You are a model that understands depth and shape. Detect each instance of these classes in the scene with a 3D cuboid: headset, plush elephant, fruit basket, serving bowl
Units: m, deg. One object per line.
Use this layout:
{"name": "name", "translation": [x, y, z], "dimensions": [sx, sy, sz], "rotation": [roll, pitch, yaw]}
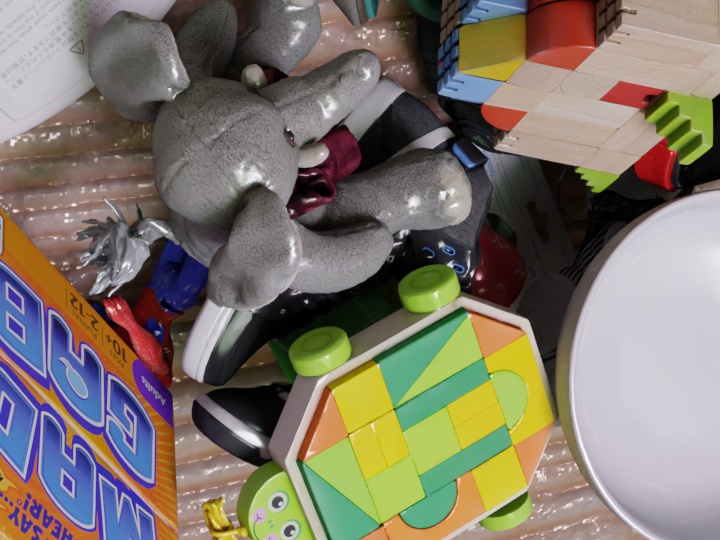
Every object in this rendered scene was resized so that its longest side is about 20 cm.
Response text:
{"name": "headset", "translation": [0.110, -0.108, 1.034], "dimensions": [0.123, 0.094, 0.201], "rotation": [-38, 120, -21]}
{"name": "plush elephant", "translation": [-0.049, -0.061, 0.895], "dimensions": [0.199, 0.155, 0.165], "rotation": [-32, 88, -15]}
{"name": "fruit basket", "translation": [0.041, 0.020, 1.120], "dimensions": [0.200, 0.094, 0.186], "rotation": [-42, 132, -16]}
{"name": "serving bowl", "translation": [0.191, 0.054, 1.035], "dimensions": [0.198, 0.066, 0.202], "rotation": [-1, 93, -20]}

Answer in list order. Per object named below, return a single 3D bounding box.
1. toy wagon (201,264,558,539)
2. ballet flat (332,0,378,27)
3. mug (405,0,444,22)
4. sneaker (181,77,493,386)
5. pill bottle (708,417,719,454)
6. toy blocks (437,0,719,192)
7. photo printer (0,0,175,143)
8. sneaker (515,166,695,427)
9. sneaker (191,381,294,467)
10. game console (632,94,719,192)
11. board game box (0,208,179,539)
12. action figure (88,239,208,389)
{"name": "toy wagon", "translation": [0.012, 0.098, 0.980], "dimensions": [0.199, 0.040, 0.156], "rotation": [-29, 117, -18]}
{"name": "ballet flat", "translation": [-0.027, -0.218, 0.938], "dimensions": [0.063, 0.068, 0.201], "rotation": [0, 125, 6]}
{"name": "mug", "translation": [0.070, -0.222, 0.904], "dimensions": [0.114, 0.152, 0.187], "rotation": [18, 84, -31]}
{"name": "sneaker", "translation": [0.000, 0.000, 1.004], "dimensions": [0.201, 0.112, 0.073], "rotation": [-54, 173, -12]}
{"name": "pill bottle", "translation": [0.244, 0.088, 1.180], "dimensions": [0.114, 0.115, 0.200], "rotation": [-28, 169, -7]}
{"name": "toy blocks", "translation": [0.101, -0.110, 0.910], "dimensions": [0.136, 0.101, 0.200], "rotation": [10, 158, -17]}
{"name": "photo printer", "translation": [-0.181, -0.160, 0.879], "dimensions": [0.166, 0.070, 0.200], "rotation": [-40, 133, 3]}
{"name": "sneaker", "translation": [0.162, 0.021, 1.135], "dimensions": [0.115, 0.075, 0.201], "rotation": [47, 63, -50]}
{"name": "sneaker", "translation": [0.000, 0.069, 1.031], "dimensions": [0.199, 0.072, 0.083], "rotation": [9, 101, -30]}
{"name": "game console", "translation": [0.231, -0.139, 1.019], "dimensions": [0.176, 0.031, 0.201], "rotation": [-16, 135, -52]}
{"name": "board game box", "translation": [-0.226, 0.116, 0.928], "dimensions": [0.199, 0.201, 0.200], "rotation": [-24, 132, 15]}
{"name": "action figure", "translation": [-0.119, -0.004, 1.023], "dimensions": [0.099, 0.065, 0.201], "rotation": [16, 112, -41]}
